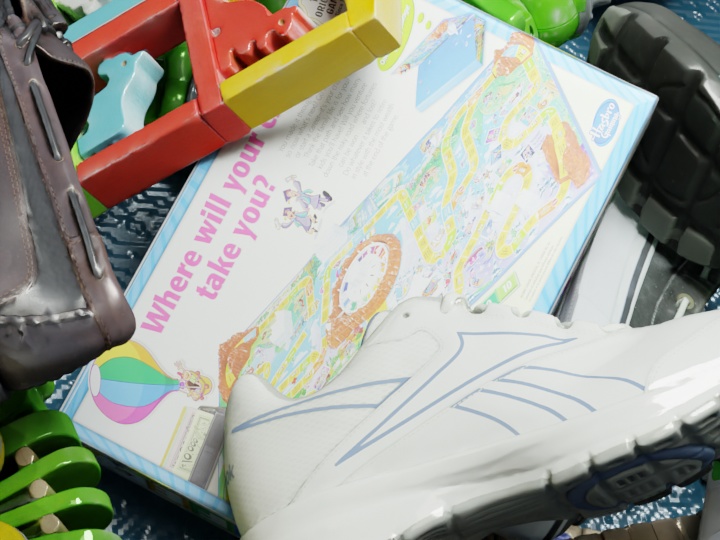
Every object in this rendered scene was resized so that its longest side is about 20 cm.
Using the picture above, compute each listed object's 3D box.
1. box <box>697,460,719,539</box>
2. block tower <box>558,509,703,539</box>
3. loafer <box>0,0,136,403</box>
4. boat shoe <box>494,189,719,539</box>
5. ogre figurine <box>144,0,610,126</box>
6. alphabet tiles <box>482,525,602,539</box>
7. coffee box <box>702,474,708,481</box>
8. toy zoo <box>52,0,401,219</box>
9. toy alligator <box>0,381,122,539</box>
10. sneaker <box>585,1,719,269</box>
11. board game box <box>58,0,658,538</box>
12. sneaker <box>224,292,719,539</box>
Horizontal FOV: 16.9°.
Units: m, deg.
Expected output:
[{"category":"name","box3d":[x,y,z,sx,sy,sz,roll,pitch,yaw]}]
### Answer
[{"category":"box","box3d":[0.209,0.142,0.787,0.199,0.097,0.178,19,73,-21]},{"category":"block tower","box3d":[0.125,0.118,0.845,0.199,0.058,0.054,-6,59,-27]},{"category":"loafer","box3d":[-0.109,-0.042,0.803,0.063,0.072,0.201,-12,50,3]},{"category":"boat shoe","box3d":[0.099,0.033,0.878,0.071,0.072,0.200,29,40,-2]},{"category":"ogre figurine","box3d":[0.008,-0.097,0.933,0.120,0.099,0.200,36,39,20]},{"category":"alphabet tiles","box3d":[0.072,0.160,0.833,0.199,0.006,0.167,16,53,-10]},{"category":"coffee box","box3d":[0.209,0.000,0.950,0.112,0.080,0.201,19,52,-4]},{"category":"toy zoo","box3d":[-0.060,-0.098,0.857,0.020,0.199,0.132,42,27,-47]},{"category":"toy alligator","box3d":[-0.115,0.057,0.788,0.054,0.059,0.201,-21,63,1]},{"category":"sneaker","box3d":[0.160,-0.027,0.872,0.079,0.076,0.200,-24,60,-33]},{"category":"board game box","box3d":[0.000,0.000,0.839,0.134,0.034,0.201,27,77,6]},{"category":"sneaker","box3d":[0.045,0.041,0.768,0.199,0.075,0.088,-19,69,3]}]
